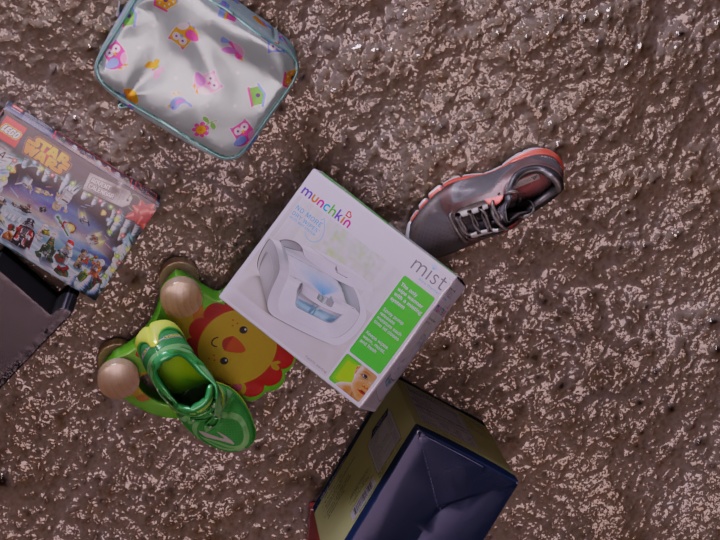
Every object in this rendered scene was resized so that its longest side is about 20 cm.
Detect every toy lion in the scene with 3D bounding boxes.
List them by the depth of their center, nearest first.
[{"bbox_3d":[-0.177,0.092,1.796,0.191,0.069,0.200,34,105,-23],"label":"toy lion"}]

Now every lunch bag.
[{"bbox_3d":[-0.179,-0.220,1.664,0.199,0.077,0.161,32,107,-14],"label":"lunch bag"}]

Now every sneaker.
[{"bbox_3d":[0.139,-0.070,1.738,0.199,0.082,0.077,-32,109,8],"label":"sneaker"},{"bbox_3d":[-0.185,0.145,1.743,0.074,0.084,0.200,-34,124,5],"label":"sneaker"}]

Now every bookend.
[{"bbox_3d":[-0.455,0.038,1.735,0.200,0.092,0.199,42,101,-15],"label":"bookend"}]

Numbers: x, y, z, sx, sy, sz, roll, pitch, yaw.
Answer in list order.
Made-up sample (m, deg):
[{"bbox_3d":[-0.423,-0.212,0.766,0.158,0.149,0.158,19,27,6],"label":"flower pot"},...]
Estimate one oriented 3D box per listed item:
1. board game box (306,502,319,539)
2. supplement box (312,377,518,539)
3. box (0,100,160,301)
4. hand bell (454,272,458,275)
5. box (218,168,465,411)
[{"bbox_3d":[-0.021,0.382,1.932,0.102,0.019,0.201,4,110,-4],"label":"board game box"},{"bbox_3d":[0.057,0.258,1.783,0.134,0.200,0.201,29,99,-13],"label":"supplement box"},{"bbox_3d":[-0.341,-0.075,1.727,0.199,0.040,0.137,32,104,-14],"label":"box"},{"bbox_3d":[0.000,0.000,1.768,0.199,0.104,0.105,30,107,0],"label":"hand bell"},{"bbox_3d":[-0.016,0.023,1.688,0.200,0.097,0.177,38,92,12],"label":"box"}]
